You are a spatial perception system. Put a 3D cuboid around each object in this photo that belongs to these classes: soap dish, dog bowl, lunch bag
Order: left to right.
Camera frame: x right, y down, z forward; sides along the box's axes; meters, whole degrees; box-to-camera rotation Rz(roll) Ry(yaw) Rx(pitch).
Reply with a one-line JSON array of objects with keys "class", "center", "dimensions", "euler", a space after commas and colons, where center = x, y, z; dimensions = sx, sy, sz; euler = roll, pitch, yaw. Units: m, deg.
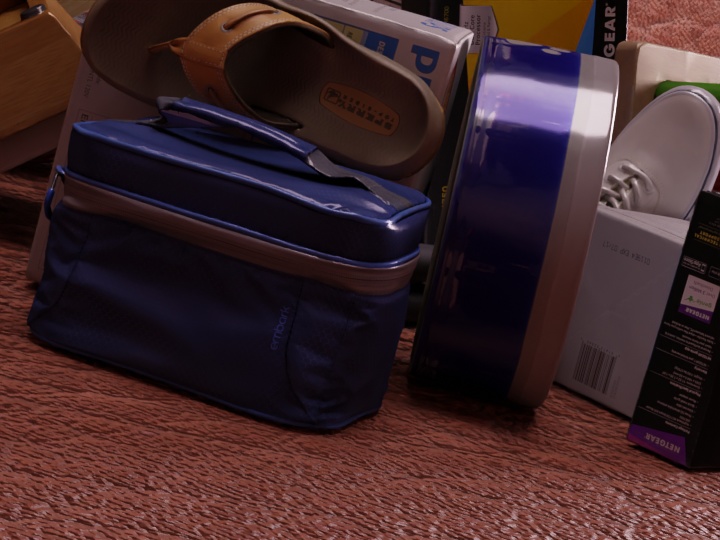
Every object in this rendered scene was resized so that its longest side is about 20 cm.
[{"class": "soap dish", "center": [-0.238, -0.113, 1.571], "dimensions": [0.157, 0.082, 0.200], "euler": [-25, 16, -3]}, {"class": "lunch bag", "center": [-0.070, -0.014, 1.295], "dimensions": [0.199, 0.133, 0.136], "euler": [18, 9, 12]}, {"class": "dog bowl", "center": [0.086, -0.028, 1.429], "dimensions": [0.078, 0.201, 0.200], "euler": [13, 9, 1]}]

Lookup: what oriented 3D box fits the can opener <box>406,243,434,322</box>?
[{"class": "can opener", "center": [0.000, 0.000, 1.583], "dimensions": [0.067, 0.054, 0.200], "euler": [23, 10, 35]}]

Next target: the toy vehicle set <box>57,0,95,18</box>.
[{"class": "toy vehicle set", "center": [-0.281, -0.159, 1.753], "dimensions": [0.199, 0.027, 0.124], "euler": [-30, 21, -7]}]

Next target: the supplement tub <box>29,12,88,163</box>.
[{"class": "supplement tub", "center": [-0.221, -0.134, 1.842], "dimensions": [0.106, 0.107, 0.200], "euler": [16, 9, 8]}]

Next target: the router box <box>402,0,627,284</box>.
[{"class": "router box", "center": [0.101, -0.089, 1.696], "dimensions": [0.148, 0.201, 0.051], "euler": [-4, 11, -23]}]

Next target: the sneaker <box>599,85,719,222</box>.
[{"class": "sneaker", "center": [0.159, -0.031, 1.602], "dimensions": [0.073, 0.200, 0.071], "euler": [39, 12, 18]}]

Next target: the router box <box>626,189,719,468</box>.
[{"class": "router box", "center": [0.248, 0.038, 1.461], "dimensions": [0.051, 0.150, 0.199], "euler": [24, 12, 41]}]

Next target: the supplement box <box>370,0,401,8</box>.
[{"class": "supplement box", "center": [0.063, -0.119, 1.944], "dimensions": [0.130, 0.201, 0.103], "euler": [9, 11, -38]}]

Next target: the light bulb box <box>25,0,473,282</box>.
[{"class": "light bulb box", "center": [-0.059, -0.067, 1.424], "dimensions": [0.199, 0.199, 0.125], "euler": [17, 10, 5]}]

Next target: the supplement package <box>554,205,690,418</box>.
[{"class": "supplement package", "center": [0.224, 0.034, 1.565], "dimensions": [0.199, 0.110, 0.114], "euler": [8, 12, -39]}]

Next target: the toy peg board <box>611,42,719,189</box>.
[{"class": "toy peg board", "center": [0.258, -0.041, 1.699], "dimensions": [0.098, 0.200, 0.199], "euler": [6, 1, 43]}]

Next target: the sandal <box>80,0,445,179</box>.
[{"class": "sandal", "center": [-0.051, -0.104, 1.325], "dimensions": [0.199, 0.081, 0.054], "euler": [22, 7, 4]}]
